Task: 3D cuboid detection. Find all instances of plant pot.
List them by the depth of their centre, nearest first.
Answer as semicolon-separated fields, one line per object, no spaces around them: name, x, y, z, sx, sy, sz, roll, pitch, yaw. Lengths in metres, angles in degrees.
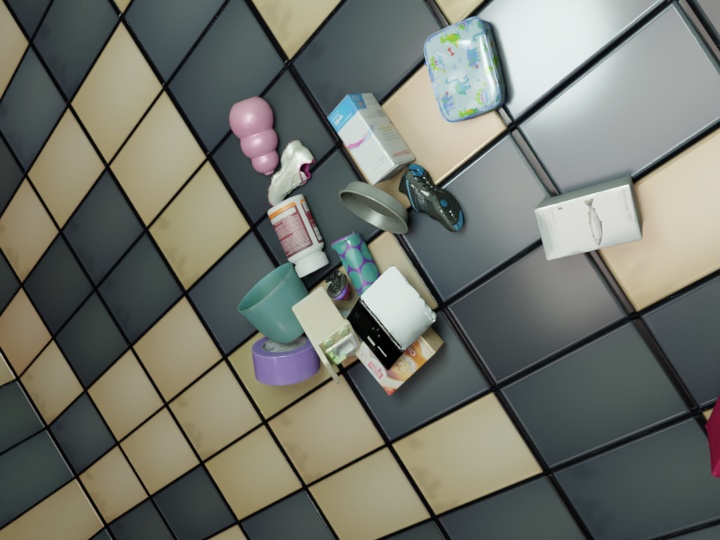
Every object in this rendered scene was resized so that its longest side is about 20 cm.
plant pot;-0.226;0.108;1.669;0.197;0.202;0.163;-25;112;32

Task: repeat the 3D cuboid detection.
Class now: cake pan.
cake pan;0.038;-0.158;1.456;0.196;0.201;0.038;25;79;20

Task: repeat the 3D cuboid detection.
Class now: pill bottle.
pill bottle;-0.169;-0.094;1.617;0.112;0.114;0.205;-22;94;31

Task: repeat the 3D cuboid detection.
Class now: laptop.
laptop;0.075;0.125;1.496;0.178;0.102;0.201;49;147;12

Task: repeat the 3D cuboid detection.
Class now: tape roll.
tape roll;-0.215;0.251;1.697;0.194;0.199;0.088;1;106;28

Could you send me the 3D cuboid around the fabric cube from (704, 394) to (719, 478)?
fabric cube;0.823;0.313;1.151;0.195;0.195;0.206;21;116;20

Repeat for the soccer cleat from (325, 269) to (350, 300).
soccer cleat;-0.051;0.051;1.563;0.068;0.200;0.074;-41;102;0

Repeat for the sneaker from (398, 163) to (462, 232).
sneaker;0.174;-0.168;1.443;0.202;0.072;0.082;51;138;12

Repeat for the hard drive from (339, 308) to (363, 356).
hard drive;0.035;0.168;1.637;0.194;0.026;0.136;-9;101;31

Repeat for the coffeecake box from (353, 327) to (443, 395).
coffeecake box;0.099;0.204;1.553;0.154;0.073;0.201;47;122;9

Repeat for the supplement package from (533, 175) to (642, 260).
supplement package;0.488;-0.111;1.250;0.195;0.117;0.121;-15;98;31

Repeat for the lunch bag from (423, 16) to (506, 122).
lunch bag;0.232;-0.446;1.309;0.157;0.082;0.206;-14;98;30

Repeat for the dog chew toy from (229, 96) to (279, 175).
dog chew toy;-0.280;-0.364;1.598;0.121;0.125;0.206;-8;110;29

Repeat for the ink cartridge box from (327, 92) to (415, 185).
ink cartridge box;0.030;-0.321;1.420;0.084;0.144;0.203;-37;87;31

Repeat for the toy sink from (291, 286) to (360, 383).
toy sink;-0.077;0.168;1.538;0.110;0.132;0.201;-32;53;-5

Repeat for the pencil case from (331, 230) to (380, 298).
pencil case;0.000;0.000;1.569;0.091;0.084;0.205;-23;95;51

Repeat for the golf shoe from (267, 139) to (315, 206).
golf shoe;-0.192;-0.252;1.607;0.090;0.075;0.203;34;120;11
